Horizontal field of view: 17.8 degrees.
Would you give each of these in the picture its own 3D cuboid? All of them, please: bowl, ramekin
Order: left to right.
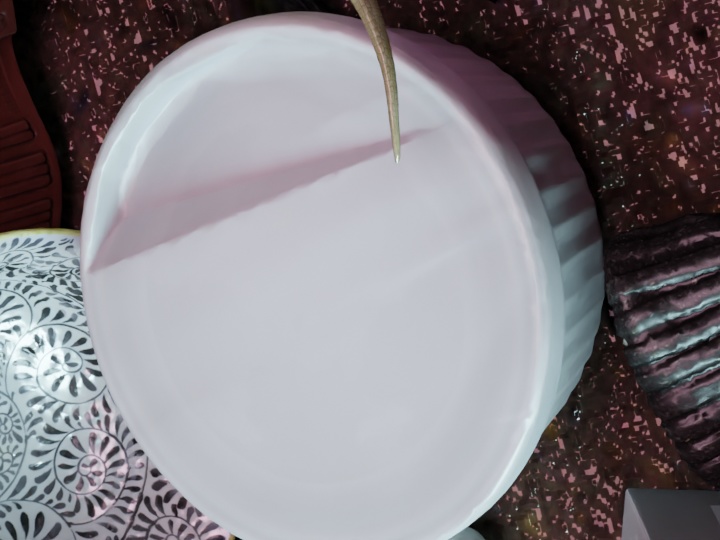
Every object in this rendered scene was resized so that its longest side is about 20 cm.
[{"bbox_3d":[-0.153,0.076,0.940,0.094,0.199,0.203,17,113,55],"label":"bowl"},{"bbox_3d":[0.000,0.000,0.864,0.201,0.094,0.204,8,107,28],"label":"ramekin"}]

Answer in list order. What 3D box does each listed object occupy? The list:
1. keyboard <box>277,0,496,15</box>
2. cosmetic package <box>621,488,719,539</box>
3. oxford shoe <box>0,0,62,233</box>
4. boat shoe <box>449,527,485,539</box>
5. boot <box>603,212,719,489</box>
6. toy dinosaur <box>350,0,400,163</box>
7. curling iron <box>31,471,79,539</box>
[{"bbox_3d":[-0.028,-0.158,0.884,0.199,0.021,0.128,31,115,21],"label":"keyboard"},{"bbox_3d":[0.141,0.183,0.814,0.106,0.090,0.202,0,103,-2],"label":"cosmetic package"},{"bbox_3d":[-0.174,-0.061,0.978,0.075,0.070,0.202,29,126,57],"label":"oxford shoe"},{"bbox_3d":[-0.028,0.160,0.926,0.200,0.075,0.069,-43,57,14],"label":"boat shoe"},{"bbox_3d":[0.151,-0.035,0.777,0.157,0.079,0.213,-15,95,32],"label":"boot"},{"bbox_3d":[-0.029,-0.138,0.772,0.058,0.101,0.200,-35,64,-5],"label":"toy dinosaur"},{"bbox_3d":[-0.109,0.144,1.005,0.049,0.026,0.201,-31,80,11],"label":"curling iron"}]
